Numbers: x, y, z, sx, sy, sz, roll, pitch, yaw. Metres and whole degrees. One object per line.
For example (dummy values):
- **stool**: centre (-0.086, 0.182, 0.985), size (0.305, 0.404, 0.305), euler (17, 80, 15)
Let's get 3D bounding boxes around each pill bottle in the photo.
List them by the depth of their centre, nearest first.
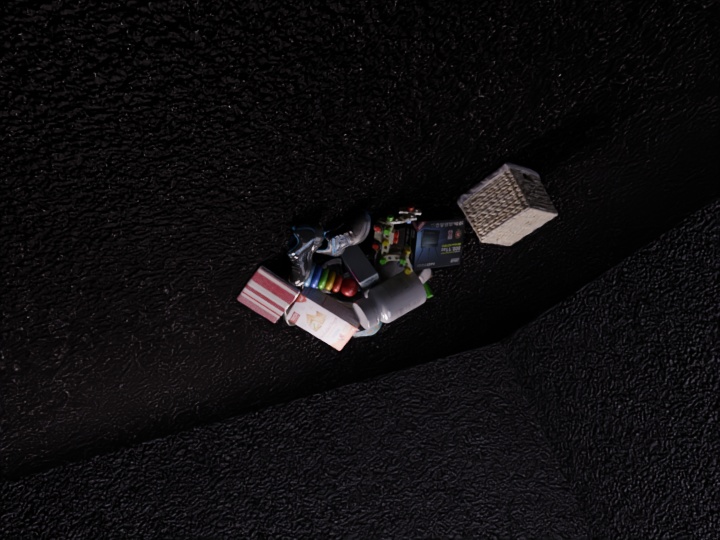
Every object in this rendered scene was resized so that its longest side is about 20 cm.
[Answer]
- **pill bottle**: centre (0.084, 0.089, 1.544), size (0.200, 0.114, 0.114), euler (-28, 161, -18)

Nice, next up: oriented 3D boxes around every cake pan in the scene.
- **cake pan**: centre (0.122, -0.043, 1.626), size (0.200, 0.037, 0.200), euler (-11, 115, -25)

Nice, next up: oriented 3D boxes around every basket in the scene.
- **basket**: centre (0.434, -0.188, 1.550), size (0.198, 0.161, 0.200), euler (2, 151, -46)

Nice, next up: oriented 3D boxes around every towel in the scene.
- **towel**: centre (-0.278, 0.073, 1.581), size (0.144, 0.023, 0.200), euler (34, 136, -11)

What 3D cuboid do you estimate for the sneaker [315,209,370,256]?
- **sneaker**: centre (-0.049, -0.097, 1.431), size (0.082, 0.073, 0.200), euler (1, 149, -43)

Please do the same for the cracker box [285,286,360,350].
- **cracker box**: centre (-0.111, 0.143, 1.591), size (0.134, 0.200, 0.058), euler (-55, -175, 43)

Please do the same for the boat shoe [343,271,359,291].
- **boat shoe**: centre (-0.019, 0.031, 1.760), size (0.199, 0.075, 0.066), euler (-13, 165, 7)

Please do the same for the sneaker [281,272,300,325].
- **sneaker**: centre (-0.247, 0.076, 1.669), size (0.075, 0.106, 0.200), euler (-25, 134, -32)

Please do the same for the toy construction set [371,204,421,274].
- **toy construction set**: centre (0.103, -0.093, 1.497), size (0.092, 0.131, 0.200), euler (-53, 155, -61)

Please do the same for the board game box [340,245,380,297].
- **board game box**: centre (0.000, 0.000, 1.597), size (0.064, 0.148, 0.200), euler (-32, 158, -2)

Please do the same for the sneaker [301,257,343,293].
- **sneaker**: centre (-0.120, 0.043, 1.671), size (0.066, 0.091, 0.200), euler (2, 149, -44)

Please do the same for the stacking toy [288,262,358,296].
- **stacking toy**: centre (-0.103, 0.027, 1.528), size (0.200, 0.085, 0.085), euler (19, 152, -1)

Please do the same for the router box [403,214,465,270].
- **router box**: centre (0.224, -0.087, 1.604), size (0.200, 0.062, 0.150), euler (-8, 111, -33)

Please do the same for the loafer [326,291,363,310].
- **loafer**: centre (-0.065, 0.104, 1.704), size (0.200, 0.070, 0.075), euler (6, -149, 40)

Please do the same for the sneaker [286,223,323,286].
- **sneaker**: centre (-0.167, -0.045, 1.406), size (0.082, 0.073, 0.200), euler (3, 126, -28)

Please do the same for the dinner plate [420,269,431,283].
- **dinner plate**: centre (0.148, 0.042, 1.788), size (0.200, 0.024, 0.200), euler (-13, 152, -7)

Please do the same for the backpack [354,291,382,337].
- **backpack**: centre (-0.016, 0.142, 1.823), size (0.200, 0.178, 0.151), euler (-2, 162, 27)

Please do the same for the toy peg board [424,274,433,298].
- **toy peg board**: centre (0.167, 0.082, 2.024), size (0.199, 0.098, 0.200), euler (-32, 156, 25)
